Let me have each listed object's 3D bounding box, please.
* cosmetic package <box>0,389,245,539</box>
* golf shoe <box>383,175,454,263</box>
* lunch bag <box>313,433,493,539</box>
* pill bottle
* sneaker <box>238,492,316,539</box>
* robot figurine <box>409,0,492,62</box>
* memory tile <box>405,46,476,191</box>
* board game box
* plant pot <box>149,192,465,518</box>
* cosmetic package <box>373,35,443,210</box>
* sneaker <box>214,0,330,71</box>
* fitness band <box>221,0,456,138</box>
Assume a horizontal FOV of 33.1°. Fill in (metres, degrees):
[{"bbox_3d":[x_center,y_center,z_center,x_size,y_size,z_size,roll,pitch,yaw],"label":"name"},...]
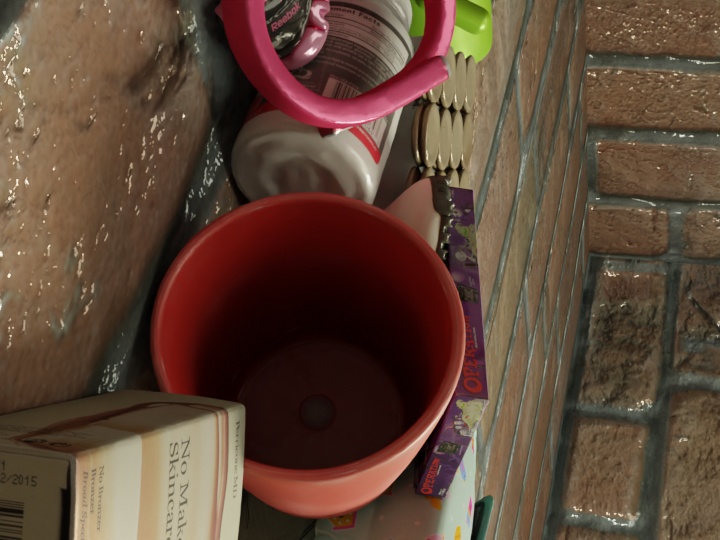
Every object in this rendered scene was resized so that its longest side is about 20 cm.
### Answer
[{"bbox_3d":[-0.136,0.124,0.623,0.200,0.086,0.105,-6,99,-74],"label":"cosmetic package"},{"bbox_3d":[0.000,0.000,0.913,0.200,0.087,0.078,-52,-150,39],"label":"golf shoe"},{"bbox_3d":[0.037,0.217,0.969,0.172,0.120,0.202,-71,159,-45],"label":"lunch bag"},{"bbox_3d":[-0.019,-0.138,0.919,0.111,0.109,0.202,76,24,-48],"label":"pill bottle"},{"bbox_3d":[-0.079,0.229,0.896,0.201,0.071,0.073,-58,156,-53],"label":"sneaker"},{"bbox_3d":[0.071,-0.274,1.190,0.176,0.114,0.203,-91,175,-60],"label":"robot figurine"},{"bbox_3d":[0.070,-0.111,1.021,0.200,0.017,0.156,-15,108,-74],"label":"memory tile"},{"bbox_3d":[0.063,0.050,0.899,0.121,0.032,0.202,112,-15,-44],"label":"board game box"},{"bbox_3d":[-0.032,0.074,0.825,0.178,0.197,0.203,88,14,-63],"label":"plant pot"},{"bbox_3d":[0.009,-0.094,1.037,0.081,0.111,0.203,59,36,-63],"label":"cosmetic package"},{"bbox_3d":[-0.062,-0.244,0.830,0.095,0.078,0.203,10,82,-57],"label":"sneaker"},{"bbox_3d":[-0.006,-0.175,0.814,0.199,0.037,0.145,-33,107,-37],"label":"fitness band"}]
